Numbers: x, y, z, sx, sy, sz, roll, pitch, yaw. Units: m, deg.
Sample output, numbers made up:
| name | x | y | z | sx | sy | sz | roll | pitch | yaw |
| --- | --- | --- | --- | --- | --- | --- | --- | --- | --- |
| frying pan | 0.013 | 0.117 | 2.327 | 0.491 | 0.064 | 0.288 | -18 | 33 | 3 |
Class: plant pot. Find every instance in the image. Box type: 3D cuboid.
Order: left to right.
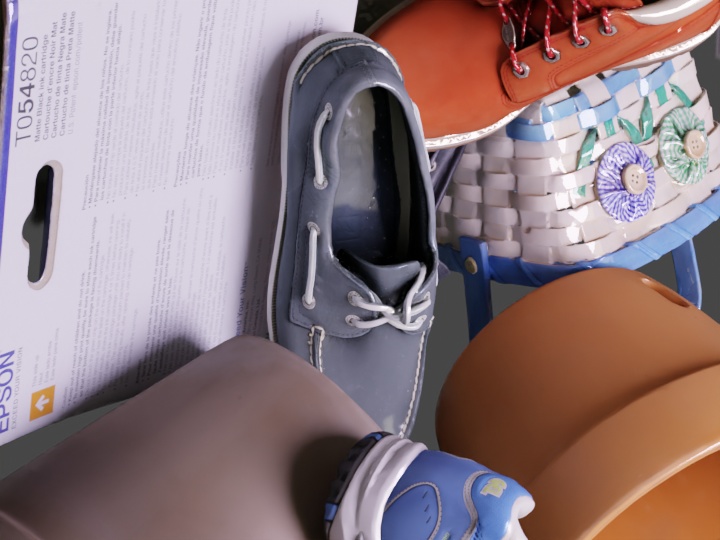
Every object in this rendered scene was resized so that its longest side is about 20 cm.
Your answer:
| name | x | y | z | sx | sy | sz | roll | pitch | yaw |
| --- | --- | --- | --- | --- | --- | --- | --- | --- | --- |
| plant pot | -0.068 | 0.128 | 0.749 | 0.174 | 0.199 | 0.201 | -46 | 140 | -20 |
| plant pot | 0.125 | 0.094 | 0.851 | 0.198 | 0.140 | 0.201 | -20 | 140 | -18 |

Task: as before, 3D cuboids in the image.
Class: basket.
| name | x | y | z | sx | sy | sz | roll | pitch | yaw |
| --- | --- | --- | --- | --- | --- | --- | --- | --- | --- |
| basket | 0.114 | -0.023 | 0.944 | 0.176 | 0.138 | 0.202 | -32 | 125 | -36 |

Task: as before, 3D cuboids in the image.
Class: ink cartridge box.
| name | x | y | z | sx | sy | sz | roll | pitch | yaw |
| --- | --- | --- | --- | --- | --- | --- | --- | --- | --- |
| ink cartridge box | -0.090 | -0.040 | 0.762 | 0.199 | 0.040 | 0.202 | -17 | 125 | -47 |

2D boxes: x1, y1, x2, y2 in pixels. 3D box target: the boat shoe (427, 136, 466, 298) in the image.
| name | x | y | z | sx | sy | sz | roll | pitch | yaw |
| --- | --- | --- | --- | --- | --- | --- | --- | --- | --- |
| boat shoe | 0.011 | 0.004 | 0.858 | 0.075 | 0.062 | 0.202 | 69 | 35 | -82 |

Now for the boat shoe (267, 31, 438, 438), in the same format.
| name | x | y | z | sx | sy | sz | roll | pitch | yaw |
| --- | --- | --- | --- | --- | --- | --- | --- | --- | --- |
| boat shoe | 0.000 | 0.000 | 0.777 | 0.072 | 0.062 | 0.202 | -8 | 109 | -17 |

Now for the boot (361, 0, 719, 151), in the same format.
| name | x | y | z | sx | sy | sz | roll | pitch | yaw |
| --- | --- | --- | --- | --- | --- | --- | --- | --- | --- |
| boot | 0.081 | -0.115 | 0.803 | 0.198 | 0.076 | 0.107 | -22 | 177 | -5 |

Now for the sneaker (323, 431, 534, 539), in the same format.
| name | x | y | z | sx | sy | sz | roll | pitch | yaw |
| --- | --- | --- | --- | --- | --- | --- | --- | --- | --- |
| sneaker | 0.044 | 0.160 | 0.710 | 0.076 | 0.076 | 0.202 | -47 | 131 | -43 |

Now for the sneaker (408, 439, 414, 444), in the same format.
| name | x | y | z | sx | sy | sz | roll | pitch | yaw |
| --- | --- | --- | --- | --- | --- | --- | --- | --- | --- |
| sneaker | 0.014 | 0.128 | 0.959 | 0.075 | 0.082 | 0.200 | -60 | 144 | -5 |
